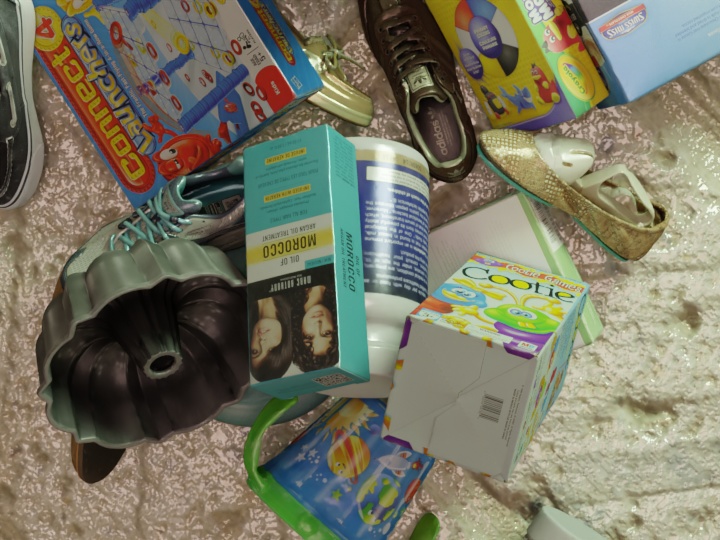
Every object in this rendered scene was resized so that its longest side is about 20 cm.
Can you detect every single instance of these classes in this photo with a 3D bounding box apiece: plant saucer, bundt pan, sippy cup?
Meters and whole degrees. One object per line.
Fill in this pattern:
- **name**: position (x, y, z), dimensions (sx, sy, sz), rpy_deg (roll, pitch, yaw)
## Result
- **plant saucer**: position (-0.099, 0.044, 1.161), dimensions (0.199, 0.036, 0.201), rpy_deg (0, 96, 3)
- **bundt pan**: position (-0.173, 0.052, 1.068), dimensions (0.202, 0.202, 0.076), rpy_deg (-35, 52, 3)
- **sippy cup**: position (-0.008, 0.178, 1.137), dimensions (0.140, 0.178, 0.130), rpy_deg (36, 82, 31)

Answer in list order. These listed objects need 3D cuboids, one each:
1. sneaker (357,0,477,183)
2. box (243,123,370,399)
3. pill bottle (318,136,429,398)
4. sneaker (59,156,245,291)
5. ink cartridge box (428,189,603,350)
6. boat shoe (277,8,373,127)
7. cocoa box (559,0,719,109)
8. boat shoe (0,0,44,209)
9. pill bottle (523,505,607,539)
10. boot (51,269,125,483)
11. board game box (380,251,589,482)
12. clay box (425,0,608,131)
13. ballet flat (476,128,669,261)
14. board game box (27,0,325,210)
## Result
- **sneaker**: position (0.055, -0.172, 1.128), dimensions (0.070, 0.076, 0.201), rpy_deg (-24, 95, 2)
- **box**: position (-0.044, -0.007, 1.020), dimensions (0.082, 0.049, 0.201), rpy_deg (-14, 67, 25)
- **pill bottle**: position (0.000, 0.000, 1.092), dimensions (0.115, 0.116, 0.201), rpy_deg (1, 72, 0)
- **sneaker**: position (-0.164, -0.041, 1.094), dimensions (0.200, 0.086, 0.078), rpy_deg (-30, 70, -14)
- **ink cartridge box**: position (0.094, 0.029, 1.161), dimensions (0.200, 0.048, 0.146), rpy_deg (-24, 94, 26)
- **boat shoe**: position (-0.064, -0.198, 1.127), dimensions (0.200, 0.073, 0.063), rpy_deg (37, 97, -2)
- **cocoa box**: position (0.267, -0.238, 1.092), dimensions (0.200, 0.133, 0.132), rpy_deg (-29, 95, 2)
- **boat shoe**: position (-0.315, -0.142, 1.111), dimensions (0.072, 0.068, 0.201), rpy_deg (17, 116, 19)
- **pill bottle**: position (0.149, 0.317, 1.150), dimensions (0.113, 0.113, 0.200), rpy_deg (31, 94, -2)
- **boot**: position (-0.239, 0.088, 1.167), dimensions (0.075, 0.074, 0.201), rpy_deg (11, 97, 26)
- **board game box**: position (0.103, 0.068, 1.033), dimensions (0.103, 0.200, 0.105), rpy_deg (17, 109, 16)
- **clay box**: position (0.115, -0.213, 1.092), dimensions (0.048, 0.115, 0.200), rpy_deg (-36, 102, -25)
- **ballet flat**: position (0.188, -0.078, 1.111), dimensions (0.200, 0.071, 0.065), rpy_deg (29, 126, -30)
- **board game box**: position (-0.164, -0.185, 1.097), dimensions (0.196, 0.056, 0.200), rpy_deg (-31, 94, 29)
